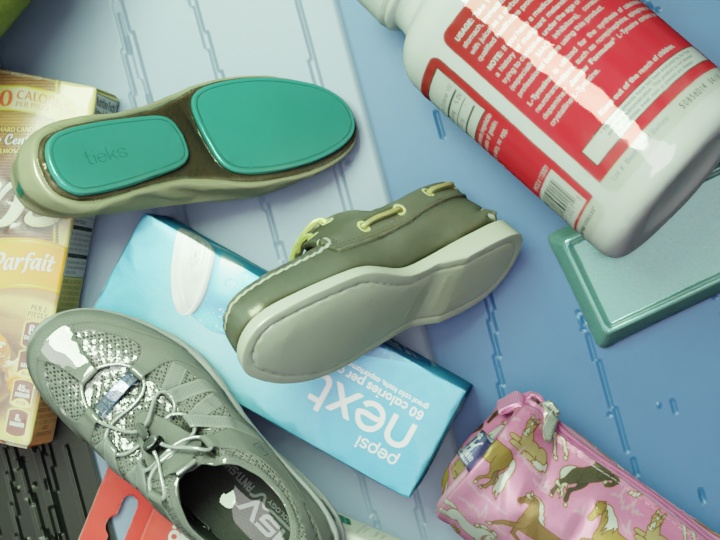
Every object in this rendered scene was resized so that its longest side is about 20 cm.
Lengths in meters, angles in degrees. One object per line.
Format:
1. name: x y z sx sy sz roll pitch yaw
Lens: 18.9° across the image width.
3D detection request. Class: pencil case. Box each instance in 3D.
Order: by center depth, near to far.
1. pencil case: 0.137 0.150 1.151 0.200 0.087 0.083 36 63 5

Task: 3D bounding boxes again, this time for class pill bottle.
1. pill bottle: 0.096 -0.110 1.136 0.200 0.112 0.112 43 94 12

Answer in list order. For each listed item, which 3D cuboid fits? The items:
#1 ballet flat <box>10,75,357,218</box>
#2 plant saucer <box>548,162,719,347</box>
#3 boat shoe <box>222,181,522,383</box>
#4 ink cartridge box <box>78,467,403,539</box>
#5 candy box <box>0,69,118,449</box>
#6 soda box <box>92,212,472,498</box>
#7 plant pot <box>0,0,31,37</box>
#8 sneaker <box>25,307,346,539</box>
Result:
1. ballet flat: -0.097 -0.062 1.170 0.200 0.069 0.070 -9 88 -32
2. plant saucer: 0.206 -0.031 1.176 0.200 0.019 0.070 -26 87 4
3. boat shoe: -0.001 0.002 1.123 0.060 0.201 0.072 45 131 24
4. ink cartridge box: -0.065 0.174 1.178 0.200 0.067 0.116 22 91 6
5. candy box: -0.212 -0.012 1.201 0.115 0.055 0.201 11 91 7
6. soda box: -0.042 0.044 1.179 0.200 0.064 0.068 29 93 5
7. plant pot: -0.227 -0.192 1.137 0.187 0.187 0.200 48 58 4
8. sneaker: -0.090 0.087 1.108 0.200 0.082 0.075 37 91 7
